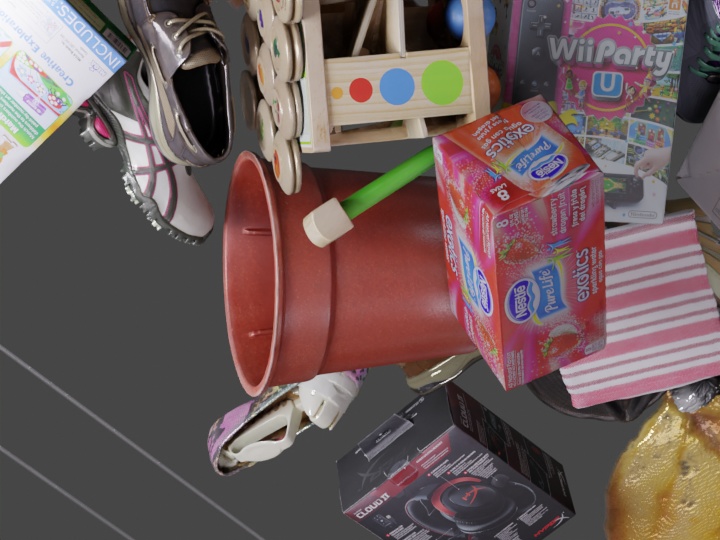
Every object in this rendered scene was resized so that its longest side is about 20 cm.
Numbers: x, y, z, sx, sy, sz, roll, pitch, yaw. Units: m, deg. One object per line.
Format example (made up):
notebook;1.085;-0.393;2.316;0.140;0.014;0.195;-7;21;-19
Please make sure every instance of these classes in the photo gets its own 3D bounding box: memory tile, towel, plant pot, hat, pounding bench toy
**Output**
memory tile;-0.070;-0.172;1.432;0.017;0.154;0.201;-9;127;-13
towel;0.232;0.034;1.602;0.145;0.030;0.201;-14;131;9
plant pot;0.000;0.000;1.558;0.194;0.201;0.202;-2;128;-16
hat;0.237;0.082;1.711;0.199;0.081;0.202;-4;128;-6
pounding bench toy;0.027;-0.123;1.437;0.155;0.124;0.202;-5;94;-11

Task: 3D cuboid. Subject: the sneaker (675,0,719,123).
sneaker;0.285;-0.192;1.503;0.074;0.088;0.201;-2;127;-5

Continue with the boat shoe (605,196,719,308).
boat shoe;0.283;-0.038;1.644;0.199;0.072;0.076;33;95;-30

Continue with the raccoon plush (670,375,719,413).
raccoon plush;0.395;0.080;1.731;0.199;0.097;0.134;-32;131;23

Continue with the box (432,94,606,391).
box;0.123;-0.019;1.413;0.095;0.100;0.201;-23;139;-13

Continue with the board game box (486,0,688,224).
board game box;0.176;-0.144;1.494;0.146;0.064;0.202;3;101;-10

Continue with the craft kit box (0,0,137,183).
craft kit box;-0.308;-0.173;1.432;0.197;0.049;0.200;-40;103;19

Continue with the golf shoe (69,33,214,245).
golf shoe;-0.163;-0.103;1.523;0.088;0.077;0.200;-31;126;7

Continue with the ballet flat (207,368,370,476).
ballet flat;-0.060;0.129;1.714;0.199;0.071;0.069;-36;123;19

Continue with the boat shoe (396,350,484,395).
boat shoe;0.108;0.035;1.660;0.199;0.076;0.074;-34;96;19

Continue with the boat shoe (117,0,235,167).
boat shoe;-0.132;-0.175;1.444;0.074;0.073;0.201;-27;117;-29

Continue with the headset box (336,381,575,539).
headset box;0.084;0.203;1.787;0.148;0.075;0.200;-41;122;21

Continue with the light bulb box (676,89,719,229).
light bulb box;0.403;-0.066;1.513;0.199;0.199;0.125;-2;131;-33
